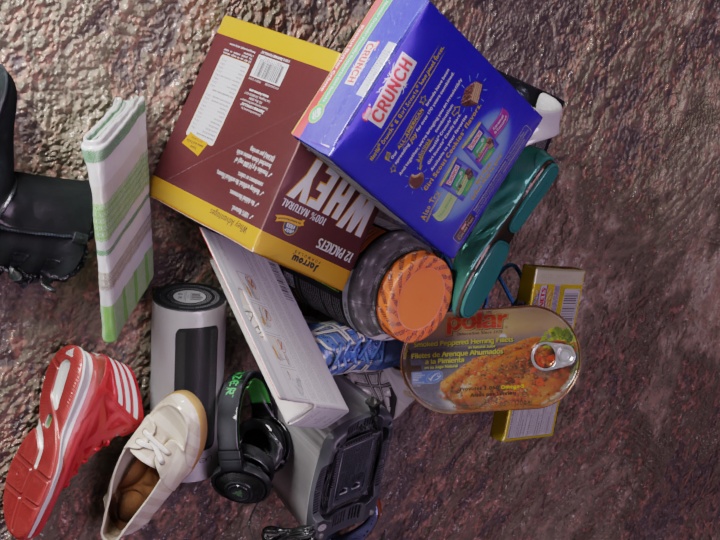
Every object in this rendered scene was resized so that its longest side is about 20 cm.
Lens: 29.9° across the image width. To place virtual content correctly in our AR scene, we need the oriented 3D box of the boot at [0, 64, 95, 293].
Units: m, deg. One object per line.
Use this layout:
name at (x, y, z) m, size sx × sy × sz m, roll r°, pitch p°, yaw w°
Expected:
boot at (-0.309, -0.080, 1.238) m, size 0.161 × 0.073 × 0.200 m, roll 13°, pitch 105°, yaw -44°

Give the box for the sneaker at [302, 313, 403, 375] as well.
sneaker at (-0.021, 0.091, 1.516) m, size 0.197 × 0.077 × 0.077 m, roll -3°, pitch 113°, yaw -4°

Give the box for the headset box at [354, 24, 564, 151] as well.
headset box at (0.093, -0.191, 1.499) m, size 0.199 × 0.173 × 0.094 m, roll 15°, pitch 98°, yaw -46°

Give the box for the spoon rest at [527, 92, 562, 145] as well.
spoon rest at (0.142, -0.154, 1.395) m, size 0.198 × 0.060 × 0.101 m, roll -12°, pitch 114°, yaw -40°

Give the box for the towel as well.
towel at (-0.235, -0.053, 1.299) m, size 0.150 × 0.030 × 0.203 m, roll -71°, pitch 164°, yaw -64°

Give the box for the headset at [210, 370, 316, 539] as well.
headset at (-0.104, 0.208, 1.469) m, size 0.124 × 0.093 × 0.203 m, roll -57°, pitch 142°, yaw -64°

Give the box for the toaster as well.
toaster at (-0.044, 0.198, 1.555) m, size 0.113 × 0.129 × 0.202 m, roll -19°, pitch 132°, yaw -37°

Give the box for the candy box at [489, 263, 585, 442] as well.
candy box at (0.204, 0.095, 1.553) m, size 0.101 × 0.026 × 0.203 m, roll 3°, pitch 100°, yaw -46°

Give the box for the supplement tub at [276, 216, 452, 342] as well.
supplement tub at (0.000, 0.000, 1.475) m, size 0.121 × 0.199 × 0.124 m, roll -19°, pitch 121°, yaw -36°

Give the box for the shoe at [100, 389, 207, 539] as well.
shoe at (-0.219, 0.209, 1.407) m, size 0.201 × 0.070 × 0.053 m, roll -59°, pitch 169°, yaw 28°

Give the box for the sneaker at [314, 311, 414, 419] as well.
sneaker at (-0.004, 0.127, 1.618) m, size 0.088 × 0.075 × 0.200 m, roll -49°, pitch 130°, yaw -7°

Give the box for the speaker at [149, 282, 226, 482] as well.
speaker at (-0.185, 0.121, 1.439) m, size 0.080 × 0.081 × 0.203 m, roll -13°, pitch 117°, yaw -39°

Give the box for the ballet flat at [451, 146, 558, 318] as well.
ballet flat at (0.138, -0.047, 1.459) m, size 0.202 × 0.070 × 0.067 m, roll -60°, pitch 154°, yaw 3°

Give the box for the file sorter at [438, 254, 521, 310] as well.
file sorter at (0.137, 0.055, 1.632) m, size 0.123 × 0.199 × 0.139 m, roll -51°, pitch 134°, yaw -17°

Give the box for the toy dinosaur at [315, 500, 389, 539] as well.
toy dinosaur at (-0.044, 0.357, 1.706) m, size 0.181 × 0.105 × 0.201 m, roll -39°, pitch 169°, yaw -41°

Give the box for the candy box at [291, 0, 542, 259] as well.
candy box at (0.056, -0.136, 1.268) m, size 0.200 × 0.077 × 0.170 m, roll 38°, pitch 84°, yaw -42°

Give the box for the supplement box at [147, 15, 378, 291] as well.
supplement box at (-0.078, -0.119, 1.351) m, size 0.132 × 0.196 × 0.202 m, roll 24°, pitch 91°, yaw -45°

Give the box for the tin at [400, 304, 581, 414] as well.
tin at (0.142, 0.097, 1.482) m, size 0.197 × 0.042 × 0.114 m, roll -3°, pitch 90°, yaw 2°

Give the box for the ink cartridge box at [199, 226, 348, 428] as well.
ink cartridge box at (-0.100, 0.063, 1.386) m, size 0.043 × 0.202 × 0.173 m, roll -32°, pitch 160°, yaw 15°

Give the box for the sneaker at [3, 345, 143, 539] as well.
sneaker at (-0.281, 0.184, 1.377) m, size 0.115 × 0.078 × 0.202 m, roll 18°, pitch 96°, yaw -45°
